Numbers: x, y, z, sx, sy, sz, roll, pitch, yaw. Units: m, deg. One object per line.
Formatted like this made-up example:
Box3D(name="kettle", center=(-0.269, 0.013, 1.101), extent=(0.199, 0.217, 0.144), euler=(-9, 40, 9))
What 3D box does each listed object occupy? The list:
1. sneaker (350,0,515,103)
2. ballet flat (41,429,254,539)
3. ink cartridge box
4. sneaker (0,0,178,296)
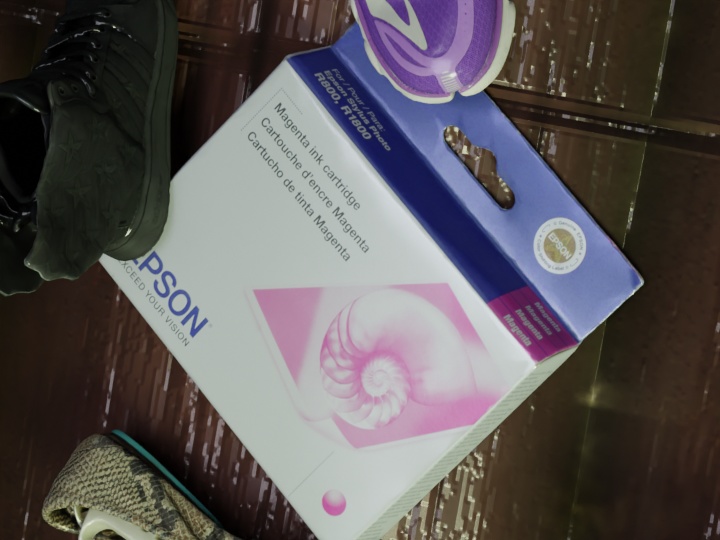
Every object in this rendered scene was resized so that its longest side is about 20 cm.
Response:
Box3D(name="sneaker", center=(0.016, -0.176, 1.204), extent=(0.080, 0.083, 0.201), euler=(-12, 87, 16))
Box3D(name="ballet flat", center=(-0.073, 0.152, 1.263), extent=(0.200, 0.068, 0.075), euler=(29, 65, 23))
Box3D(name="ink cartridge box", center=(0.000, 0.000, 1.244), extent=(0.200, 0.043, 0.197), euler=(-46, 73, 20))
Box3D(name="sneaker", center=(-0.139, -0.079, 1.245), extent=(0.060, 0.104, 0.201), euler=(-16, 68, 32))
